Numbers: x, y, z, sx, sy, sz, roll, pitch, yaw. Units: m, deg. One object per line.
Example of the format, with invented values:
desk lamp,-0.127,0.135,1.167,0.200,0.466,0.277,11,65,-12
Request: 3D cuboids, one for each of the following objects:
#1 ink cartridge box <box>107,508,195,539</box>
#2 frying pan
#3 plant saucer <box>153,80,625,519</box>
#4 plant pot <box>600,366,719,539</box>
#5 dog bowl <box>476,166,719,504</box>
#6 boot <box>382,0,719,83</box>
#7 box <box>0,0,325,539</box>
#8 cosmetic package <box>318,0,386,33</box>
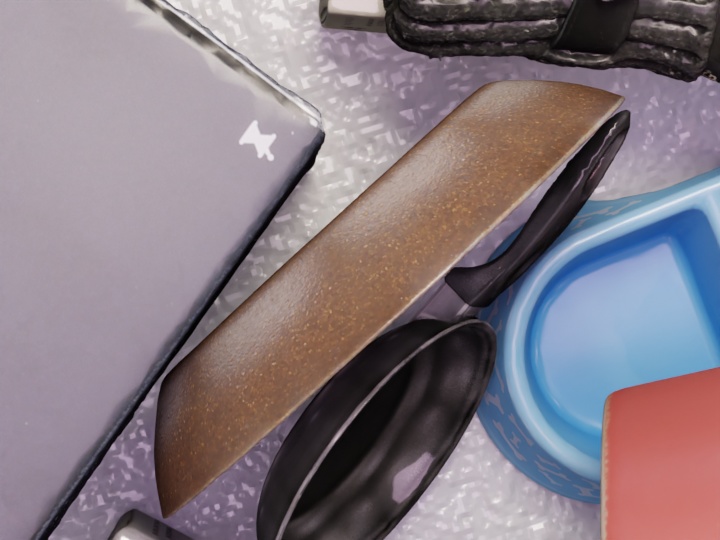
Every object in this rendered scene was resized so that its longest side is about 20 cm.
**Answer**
ink cartridge box,-0.028,0.192,1.024,0.200,0.086,0.148,29,89,-4
frying pan,0.016,0.031,0.972,0.031,0.115,0.190,36,125,20
plant saucer,0.000,0.000,0.956,0.200,0.200,0.037,-42,91,-2
plant pot,0.168,0.106,0.952,0.177,0.200,0.201,-1,91,8
dog bowl,0.135,0.012,1.049,0.200,0.050,0.112,-22,92,-3
boot,0.098,-0.159,0.953,0.158,0.079,0.211,13,93,-4
box,-0.115,0.004,0.962,0.124,0.197,0.200,35,88,-3
cosmetic package,0.089,-0.128,1.033,0.200,0.073,0.104,6,90,-3
